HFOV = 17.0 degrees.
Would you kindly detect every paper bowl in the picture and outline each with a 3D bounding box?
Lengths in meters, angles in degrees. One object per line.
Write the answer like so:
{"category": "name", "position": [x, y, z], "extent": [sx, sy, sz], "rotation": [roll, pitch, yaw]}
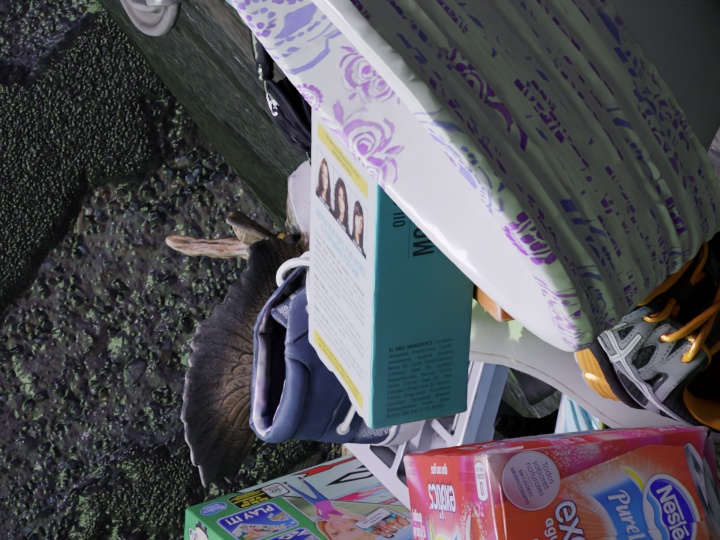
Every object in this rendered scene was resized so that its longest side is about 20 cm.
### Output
{"category": "paper bowl", "position": [0.038, -0.080, 0.749], "extent": [0.201, 0.104, 0.201], "rotation": [50, 176, 5]}

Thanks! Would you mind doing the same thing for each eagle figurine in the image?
{"category": "eagle figurine", "position": [-0.029, 0.043, 1.471], "extent": [0.151, 0.151, 0.200], "rotation": [57, -166, -34]}

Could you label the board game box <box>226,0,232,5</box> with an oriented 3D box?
{"category": "board game box", "position": [-0.079, -0.199, 1.339], "extent": [0.151, 0.047, 0.200], "rotation": [52, 175, -39]}

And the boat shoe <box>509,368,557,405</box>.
{"category": "boat shoe", "position": [0.062, -0.003, 1.499], "extent": [0.200, 0.065, 0.074], "rotation": [48, 176, 18]}

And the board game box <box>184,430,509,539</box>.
{"category": "board game box", "position": [0.024, 0.143, 1.314], "extent": [0.134, 0.200, 0.029], "rotation": [31, 128, 46]}

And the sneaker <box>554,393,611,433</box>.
{"category": "sneaker", "position": [0.126, 0.118, 1.218], "extent": [0.079, 0.201, 0.131], "rotation": [8, 167, -1]}

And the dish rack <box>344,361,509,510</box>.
{"category": "dish rack", "position": [0.040, 0.017, 1.327], "extent": [0.043, 0.201, 0.172], "rotation": [2, -158, -30]}

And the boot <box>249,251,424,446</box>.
{"category": "boot", "position": [0.000, 0.000, 1.259], "extent": [0.090, 0.201, 0.073], "rotation": [0, -163, -31]}

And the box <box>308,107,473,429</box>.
{"category": "box", "position": [0.014, -0.038, 1.046], "extent": [0.082, 0.049, 0.200], "rotation": [-128, 34, -54]}

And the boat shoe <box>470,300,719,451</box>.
{"category": "boat shoe", "position": [0.105, 0.026, 1.147], "extent": [0.200, 0.062, 0.075], "rotation": [18, 133, 21]}

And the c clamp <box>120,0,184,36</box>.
{"category": "c clamp", "position": [-0.126, -0.211, 1.259], "extent": [0.171, 0.027, 0.200], "rotation": [32, 139, 60]}

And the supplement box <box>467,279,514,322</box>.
{"category": "supplement box", "position": [0.053, -0.041, 1.111], "extent": [0.200, 0.069, 0.067], "rotation": [-139, 44, -61]}

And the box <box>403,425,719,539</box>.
{"category": "box", "position": [0.087, 0.121, 1.068], "extent": [0.200, 0.099, 0.096], "rotation": [153, 110, -80]}

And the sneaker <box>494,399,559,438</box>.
{"category": "sneaker", "position": [0.120, 0.095, 1.406], "extent": [0.083, 0.121, 0.200], "rotation": [-2, -146, -40]}

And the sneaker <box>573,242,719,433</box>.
{"category": "sneaker", "position": [0.117, 0.003, 0.973], "extent": [0.077, 0.078, 0.200], "rotation": [29, 168, 36]}

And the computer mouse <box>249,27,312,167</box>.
{"category": "computer mouse", "position": [-0.017, -0.127, 1.123], "extent": [0.140, 0.046, 0.200], "rotation": [-127, 23, -51]}
